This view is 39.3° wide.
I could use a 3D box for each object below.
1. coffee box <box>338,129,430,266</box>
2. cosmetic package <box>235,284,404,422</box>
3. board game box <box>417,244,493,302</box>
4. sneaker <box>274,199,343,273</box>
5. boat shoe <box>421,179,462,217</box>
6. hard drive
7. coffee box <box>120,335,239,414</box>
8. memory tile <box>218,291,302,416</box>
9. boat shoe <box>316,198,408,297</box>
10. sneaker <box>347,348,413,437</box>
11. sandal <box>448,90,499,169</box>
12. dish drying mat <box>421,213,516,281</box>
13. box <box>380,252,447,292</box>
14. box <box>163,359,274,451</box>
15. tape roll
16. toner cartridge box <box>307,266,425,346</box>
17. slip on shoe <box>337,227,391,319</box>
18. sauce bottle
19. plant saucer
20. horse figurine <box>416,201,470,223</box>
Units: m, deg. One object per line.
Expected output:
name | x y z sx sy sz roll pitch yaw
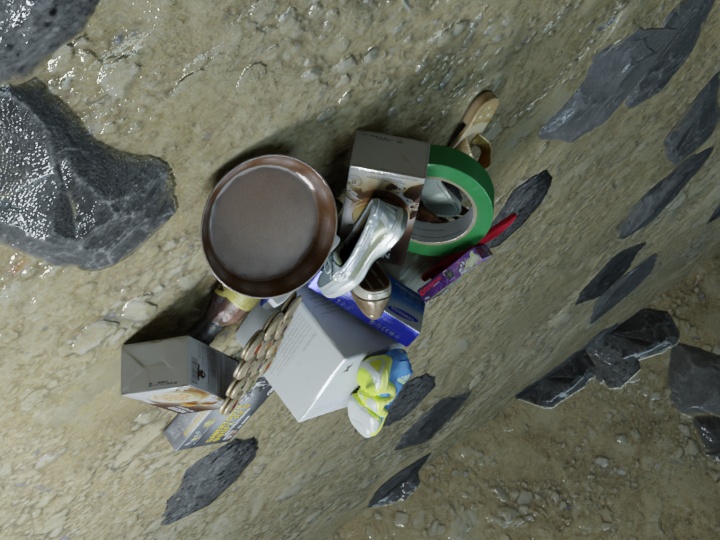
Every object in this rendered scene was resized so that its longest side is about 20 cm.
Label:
coffee box | 0.032 -0.106 1.523 0.201 0.112 0.080 100 0 -51
cosmetic package | -0.070 0.117 1.708 0.164 0.200 0.165 -9 143 -51
board game box | 0.164 0.003 1.711 0.120 0.032 0.200 -34 175 11
sneaker | -0.096 -0.070 1.501 0.070 0.075 0.200 -47 -179 40
boat shoe | 0.110 -0.160 1.655 0.075 0.061 0.200 -8 149 21
hard drive | -0.096 0.004 1.530 0.132 0.025 0.200 -47 -177 -10
coffee box | -0.277 0.167 1.576 0.114 0.080 0.200 -8 162 13
memory tile | -0.154 0.130 1.558 0.153 0.017 0.200 -49 169 -45
boat shoe | -0.009 -0.034 1.497 0.065 0.075 0.202 27 134 -22
sneaker | 0.042 0.201 1.677 0.105 0.076 0.200 -29 153 -28
sandal | 0.192 -0.200 1.698 0.077 0.070 0.212 -24 153 -34
dish drying mat | 0.193 -0.039 1.766 0.200 0.018 0.077 -32 173 -33
box | 0.084 -0.020 1.814 0.128 0.109 0.200 -50 156 24
box | -0.248 0.246 1.869 0.200 0.048 0.158 -48 157 19
tape roll | 0.113 -0.109 1.605 0.201 0.199 0.048 114 -10 -48
toner cartridge box | 0.013 0.036 1.668 0.043 0.199 0.095 -48 -163 35
slip on shoe | 0.000 0.000 1.611 0.076 0.200 0.061 -12 127 -16
sauce bottle | -0.188 0.036 1.547 0.200 0.066 0.066 -46 157 13
plant saucer | -0.128 -0.062 1.380 0.199 0.034 0.202 -8 108 -24
horse figurine | 0.137 -0.094 1.772 0.050 0.132 0.200 -56 166 27
